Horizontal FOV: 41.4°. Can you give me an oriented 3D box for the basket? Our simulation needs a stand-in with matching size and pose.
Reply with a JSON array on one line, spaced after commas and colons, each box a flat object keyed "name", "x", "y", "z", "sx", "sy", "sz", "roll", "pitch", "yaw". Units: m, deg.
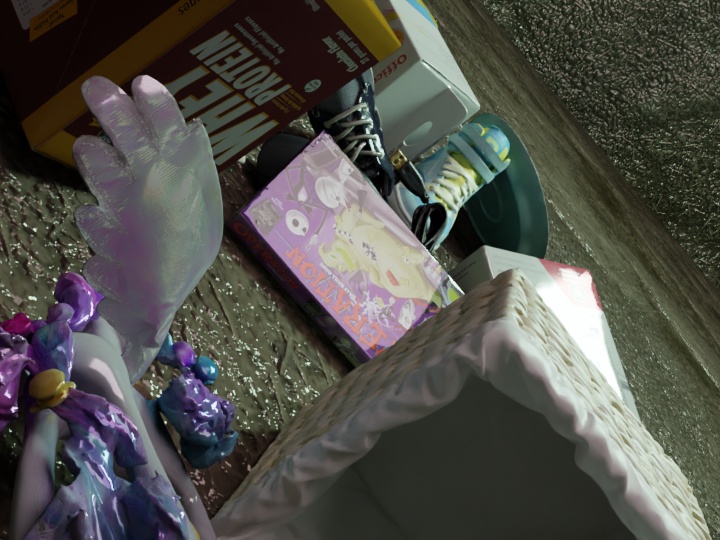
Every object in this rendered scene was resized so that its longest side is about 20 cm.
[{"name": "basket", "x": 0.061, "y": 0.131, "z": 0.504, "sx": 0.198, "sy": 0.200, "sz": 0.161, "roll": 51, "pitch": 19, "yaw": -6}]

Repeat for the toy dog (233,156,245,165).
[{"name": "toy dog", "x": -0.107, "y": -0.185, "z": 0.786, "sx": 0.132, "sy": 0.096, "sz": 0.200, "roll": 44, "pitch": 23, "yaw": -21}]

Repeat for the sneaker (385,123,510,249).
[{"name": "sneaker", "x": 0.102, "y": -0.100, "z": 1.036, "sx": 0.080, "sy": 0.130, "sz": 0.200, "roll": 48, "pitch": 22, "yaw": -16}]

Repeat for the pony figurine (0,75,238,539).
[{"name": "pony figurine", "x": -0.113, "y": 0.047, "z": 0.381, "sx": 0.193, "sy": 0.166, "sz": 0.200, "roll": 78, "pitch": -10, "yaw": -52}]

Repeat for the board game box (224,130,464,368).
[{"name": "board game box", "x": 0.000, "y": 0.000, "z": 0.745, "sx": 0.200, "sy": 0.032, "sz": 0.120, "roll": 48, "pitch": 54, "yaw": -12}]

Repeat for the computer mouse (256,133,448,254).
[{"name": "computer mouse", "x": 0.008, "y": -0.069, "z": 0.832, "sx": 0.200, "sy": 0.046, "sz": 0.141, "roll": 43, "pitch": 53, "yaw": -24}]

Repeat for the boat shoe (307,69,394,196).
[{"name": "boat shoe", "x": -0.007, "y": -0.135, "z": 0.879, "sx": 0.200, "sy": 0.075, "sz": 0.093, "roll": 63, "pitch": 3, "yaw": -68}]

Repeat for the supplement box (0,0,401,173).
[{"name": "supplement box", "x": -0.120, "y": -0.184, "z": 0.597, "sx": 0.200, "sy": 0.197, "sz": 0.133, "roll": 62, "pitch": 14, "yaw": 21}]

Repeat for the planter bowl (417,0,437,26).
[{"name": "planter bowl", "x": 0.057, "y": -0.373, "z": 1.434, "sx": 0.200, "sy": 0.083, "sz": 0.201, "roll": 43, "pitch": 23, "yaw": -23}]

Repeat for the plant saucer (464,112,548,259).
[{"name": "plant saucer", "x": 0.166, "y": -0.092, "z": 1.165, "sx": 0.200, "sy": 0.027, "sz": 0.200, "roll": 160, "pitch": -90, "yaw": -75}]

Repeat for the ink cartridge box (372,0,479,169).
[{"name": "ink cartridge box", "x": 0.030, "y": -0.221, "z": 1.079, "sx": 0.125, "sy": 0.128, "sz": 0.200, "roll": 26, "pitch": 33, "yaw": -48}]

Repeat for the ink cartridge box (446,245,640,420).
[{"name": "ink cartridge box", "x": 0.155, "y": 0.093, "z": 0.827, "sx": 0.146, "sy": 0.083, "sz": 0.200, "roll": 11, "pitch": 53, "yaw": -36}]
